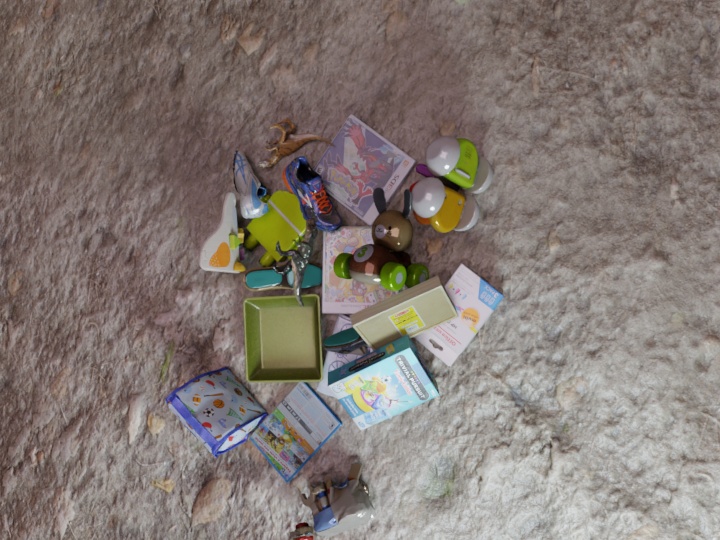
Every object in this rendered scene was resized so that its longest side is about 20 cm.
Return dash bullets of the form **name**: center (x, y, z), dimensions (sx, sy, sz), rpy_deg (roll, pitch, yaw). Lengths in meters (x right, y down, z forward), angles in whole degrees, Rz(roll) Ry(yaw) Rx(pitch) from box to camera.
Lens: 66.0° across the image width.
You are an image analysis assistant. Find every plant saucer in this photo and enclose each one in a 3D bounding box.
- **plant saucer**: center (-0.179, 0.161, 1.321), dimensions (0.196, 0.048, 0.204), rpy_deg (-4, 87, 15)

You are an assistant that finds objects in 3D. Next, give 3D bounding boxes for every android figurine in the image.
- **android figurine**: center (-0.193, -0.107, 1.339), dimensions (0.182, 0.041, 0.201), rpy_deg (43, 99, 13)

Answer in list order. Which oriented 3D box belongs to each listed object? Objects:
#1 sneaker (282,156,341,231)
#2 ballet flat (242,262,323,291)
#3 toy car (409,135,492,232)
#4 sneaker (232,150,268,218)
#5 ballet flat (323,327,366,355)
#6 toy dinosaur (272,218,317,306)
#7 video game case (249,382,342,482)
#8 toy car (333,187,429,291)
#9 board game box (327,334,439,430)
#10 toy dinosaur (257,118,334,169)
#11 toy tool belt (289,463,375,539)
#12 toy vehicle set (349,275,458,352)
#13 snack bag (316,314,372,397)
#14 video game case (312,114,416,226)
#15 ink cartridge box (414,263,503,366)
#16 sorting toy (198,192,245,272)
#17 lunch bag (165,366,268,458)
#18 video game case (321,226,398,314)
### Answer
- **sneaker**: center (-0.110, -0.176, 1.275), dimensions (0.075, 0.079, 0.201), rpy_deg (-32, 80, -34)
- **ballet flat**: center (-0.180, 0.012, 1.315), dimensions (0.196, 0.063, 0.070), rpy_deg (-1, 89, -13)
- **toy car**: center (0.176, -0.188, 1.198), dimensions (0.149, 0.173, 0.203), rpy_deg (24, 95, 51)
- **sneaker**: center (-0.268, -0.209, 1.339), dimensions (0.071, 0.072, 0.202), rpy_deg (-10, 59, -15)
- **ballet flat**: center (0.014, 0.154, 1.241), dimensions (0.197, 0.074, 0.075), rpy_deg (-23, 82, 16)
- **toy dinosaur**: center (-0.152, -0.021, 1.255), dimensions (0.087, 0.047, 0.204), rpy_deg (11, 101, -5)
- **video game case**: center (-0.156, 0.382, 1.322), dimensions (0.143, 0.018, 0.200), rpy_deg (44, 99, 12)
- **toy car**: center (0.053, -0.071, 1.159), dimensions (0.163, 0.156, 0.204), rpy_deg (12, 97, 42)
- **board game box**: center (0.050, 0.246, 1.199), dimensions (0.198, 0.047, 0.152), rpy_deg (-27, 118, 13)
- **toy dinosaur**: center (-0.165, -0.313, 1.341), dimensions (0.197, 0.061, 0.107), rpy_deg (-22, 106, 19)
- **toy tool belt**: center (-0.071, 0.528, 1.257), dimensions (0.198, 0.125, 0.124), rpy_deg (-26, 50, 10)
- **toy vehicle set**: center (0.092, 0.094, 1.139), dimensions (0.197, 0.125, 0.027), rpy_deg (-25, 48, 10)
- **snack bag**: center (0.012, 0.219, 1.281), dimensions (0.197, 0.021, 0.192), rpy_deg (17, 93, 13)
- **video game case**: center (0.002, -0.235, 1.300), dimensions (0.199, 0.023, 0.183), rpy_deg (38, 97, 14)
- **ink cartridge box**: center (0.208, 0.100, 1.207), dimensions (0.115, 0.068, 0.201), rpy_deg (37, 98, 14)
- **sorting toy**: center (-0.320, -0.089, 1.313), dimensions (0.105, 0.200, 0.184), rpy_deg (5, 88, -15)
- **lunch bag**: center (-0.339, 0.331, 1.280), dimensions (0.170, 0.200, 0.124), rpy_deg (41, 98, 12)
- **video game case**: center (0.000, 0.000, 1.282), dimensions (0.178, 0.023, 0.204), rpy_deg (1, 87, 9)
